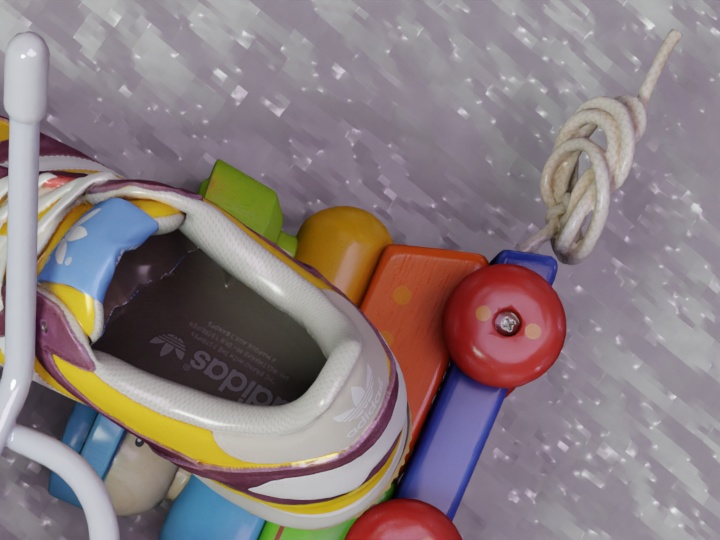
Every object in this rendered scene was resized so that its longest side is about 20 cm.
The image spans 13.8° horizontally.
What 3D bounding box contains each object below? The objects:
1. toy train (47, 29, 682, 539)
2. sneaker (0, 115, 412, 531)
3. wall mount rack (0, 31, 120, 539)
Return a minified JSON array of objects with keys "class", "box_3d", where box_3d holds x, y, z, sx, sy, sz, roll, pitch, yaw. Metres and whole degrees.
[{"class":"toy train","box_3d":[0.000,0.000,0.844,0.116,0.085,0.200,24,81,-3]},{"class":"sneaker","box_3d":[-0.078,-0.004,0.770,0.200,0.090,0.075,22,73,12]},{"class":"wall mount rack","box_3d":[-0.145,0.015,0.732,0.200,0.075,0.174,20,84,25]}]
